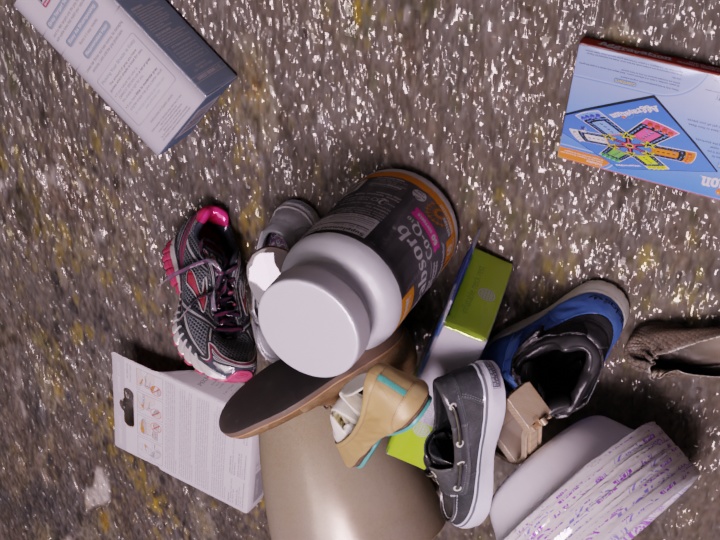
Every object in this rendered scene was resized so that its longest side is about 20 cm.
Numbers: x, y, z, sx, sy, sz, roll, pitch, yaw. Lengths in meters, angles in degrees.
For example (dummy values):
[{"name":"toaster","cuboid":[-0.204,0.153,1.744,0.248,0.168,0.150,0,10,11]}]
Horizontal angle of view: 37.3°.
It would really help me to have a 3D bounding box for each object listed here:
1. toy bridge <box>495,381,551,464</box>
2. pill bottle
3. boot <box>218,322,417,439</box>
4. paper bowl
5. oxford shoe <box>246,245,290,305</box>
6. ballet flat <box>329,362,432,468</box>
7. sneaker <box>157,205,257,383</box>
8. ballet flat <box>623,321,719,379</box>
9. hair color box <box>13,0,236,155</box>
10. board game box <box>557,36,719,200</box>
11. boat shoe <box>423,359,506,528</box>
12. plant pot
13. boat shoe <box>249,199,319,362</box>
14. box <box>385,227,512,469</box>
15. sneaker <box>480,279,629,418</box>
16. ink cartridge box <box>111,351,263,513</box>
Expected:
[{"name":"toy bridge","cuboid":[0.131,0.143,0.964,0.067,0.027,0.200,54,164,2]},{"name":"pill bottle","cuboid":[0.000,0.000,0.937,0.116,0.200,0.117,15,126,21]},{"name":"boot","cuboid":[-0.037,0.114,1.005,0.200,0.074,0.076,-29,128,3]},{"name":"paper bowl","cuboid":[0.198,0.210,0.962,0.104,0.200,0.201,50,134,23]},{"name":"oxford shoe","cuboid":[-0.038,0.039,1.040,0.071,0.071,0.200,-39,118,13]},{"name":"ballet flat","cuboid":[0.007,0.124,0.949,0.063,0.069,0.200,35,152,-1]},{"name":"sneaker","cuboid":[-0.148,0.024,1.062,0.075,0.080,0.200,-49,50,36]},{"name":"ballet flat","cuboid":[0.320,0.069,0.899,0.200,0.046,0.068,-3,118,31]},{"name":"hair color box","cuboid":[-0.225,-0.220,1.018,0.200,0.061,0.099,46,130,-4]},{"name":"board game box","cuboid":[0.261,-0.112,0.838,0.200,0.019,0.103,18,125,19]},{"name":"boat shoe","cuboid":[0.083,0.156,0.934,0.056,0.069,0.200,-9,131,-14]},{"name":"plant pot","cuboid":[-0.029,0.191,1.107,0.187,0.187,0.200,-15,97,35]},{"name":"boat shoe","cuboid":[-0.083,0.025,1.085,0.072,0.069,0.200,28,128,12]},{"name":"box","cuboid":[0.084,0.074,0.986,0.048,0.122,0.200,23,129,4]},{"name":"sneaker","cuboid":[0.154,0.096,0.968,0.077,0.111,0.200,46,130,-4]},{"name":"ink cartridge box","cuboid":[-0.202,0.183,1.270,0.200,0.050,0.161,23,128,20]}]
